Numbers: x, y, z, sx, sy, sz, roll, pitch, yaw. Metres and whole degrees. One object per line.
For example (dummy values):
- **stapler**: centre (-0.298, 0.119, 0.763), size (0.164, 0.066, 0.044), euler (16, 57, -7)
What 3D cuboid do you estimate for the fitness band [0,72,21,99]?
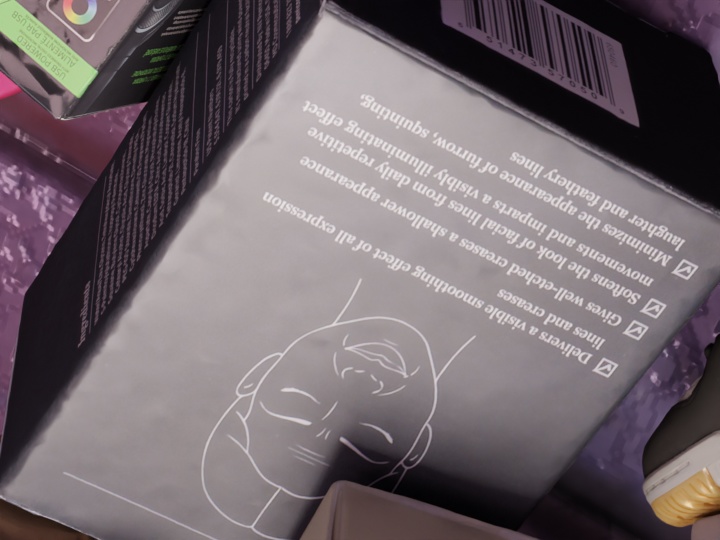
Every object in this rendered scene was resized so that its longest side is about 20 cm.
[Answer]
- **fitness band**: centre (-0.123, -0.146, 0.857), size (0.144, 0.037, 0.200), euler (48, 118, 5)

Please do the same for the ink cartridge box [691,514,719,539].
- **ink cartridge box**: centre (0.188, 0.119, 0.676), size (0.195, 0.201, 0.044), euler (-15, 121, 16)

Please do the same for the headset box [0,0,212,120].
- **headset box**: centre (-0.092, -0.168, 0.765), size (0.174, 0.093, 0.200), euler (41, 105, 5)

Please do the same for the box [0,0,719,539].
- **box**: centre (0.000, 0.000, 0.771), size (0.148, 0.107, 0.200), euler (26, 120, -19)

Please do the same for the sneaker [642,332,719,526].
- **sneaker**: centre (0.148, -0.005, 0.761), size (0.200, 0.075, 0.088), euler (-48, 64, 28)

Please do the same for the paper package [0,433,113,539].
- **paper package**: centre (-0.112, 0.148, 0.855), size (0.103, 0.190, 0.201), euler (39, 117, 10)

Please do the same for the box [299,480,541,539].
- **box**: centre (-0.005, 0.165, 0.776), size (0.094, 0.078, 0.201), euler (17, 131, -12)
